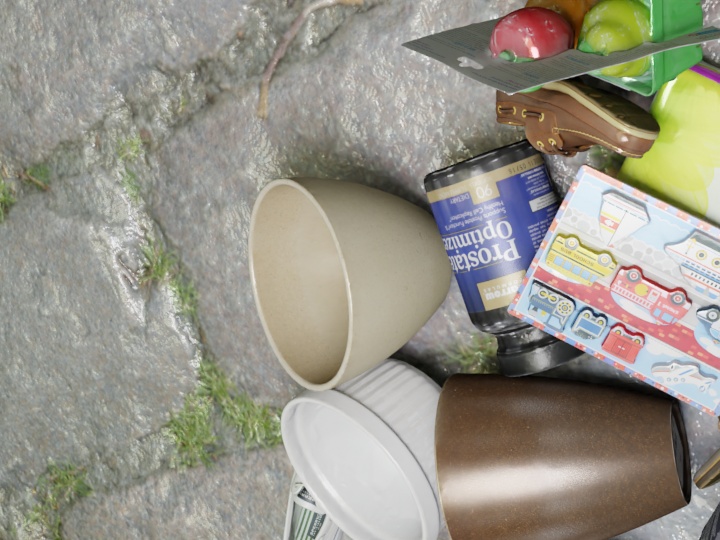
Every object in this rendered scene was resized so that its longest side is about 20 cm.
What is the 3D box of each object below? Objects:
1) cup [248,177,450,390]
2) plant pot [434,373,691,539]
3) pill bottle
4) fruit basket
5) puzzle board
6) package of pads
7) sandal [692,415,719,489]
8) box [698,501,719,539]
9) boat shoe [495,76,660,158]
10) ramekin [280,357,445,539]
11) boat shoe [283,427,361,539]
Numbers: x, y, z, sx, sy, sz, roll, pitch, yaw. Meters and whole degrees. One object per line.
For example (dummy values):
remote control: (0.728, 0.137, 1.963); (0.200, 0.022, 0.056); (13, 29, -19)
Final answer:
cup: (0.000, 0.000, 1.146); (0.200, 0.143, 0.200); (32, 128, 52)
plant pot: (0.192, 0.175, 1.093); (0.200, 0.187, 0.187); (-10, 99, 22)
pill bottle: (0.140, -0.011, 1.097); (0.112, 0.112, 0.200); (-17, 94, 36)
fruit basket: (0.159, -0.177, 0.947); (0.185, 0.200, 0.094); (40, 149, 57)
puzzle board: (0.242, 0.019, 0.996); (0.200, 0.017, 0.151); (27, 118, 6)
package of pads: (0.291, -0.062, 1.009); (0.154, 0.068, 0.200); (31, 118, 22)
sandal: (0.341, 0.104, 1.023); (0.055, 0.082, 0.200); (44, 126, 35)
box: (0.390, 0.212, 0.941); (0.200, 0.104, 0.182); (29, 120, 15)
boat shoe: (0.179, -0.127, 1.018); (0.200, 0.072, 0.068); (43, 118, 56)
ramekin: (0.025, 0.181, 1.202); (0.200, 0.105, 0.200); (34, 144, 29)
boat shoe: (-0.042, 0.244, 1.321); (0.074, 0.067, 0.200); (19, 114, 27)
